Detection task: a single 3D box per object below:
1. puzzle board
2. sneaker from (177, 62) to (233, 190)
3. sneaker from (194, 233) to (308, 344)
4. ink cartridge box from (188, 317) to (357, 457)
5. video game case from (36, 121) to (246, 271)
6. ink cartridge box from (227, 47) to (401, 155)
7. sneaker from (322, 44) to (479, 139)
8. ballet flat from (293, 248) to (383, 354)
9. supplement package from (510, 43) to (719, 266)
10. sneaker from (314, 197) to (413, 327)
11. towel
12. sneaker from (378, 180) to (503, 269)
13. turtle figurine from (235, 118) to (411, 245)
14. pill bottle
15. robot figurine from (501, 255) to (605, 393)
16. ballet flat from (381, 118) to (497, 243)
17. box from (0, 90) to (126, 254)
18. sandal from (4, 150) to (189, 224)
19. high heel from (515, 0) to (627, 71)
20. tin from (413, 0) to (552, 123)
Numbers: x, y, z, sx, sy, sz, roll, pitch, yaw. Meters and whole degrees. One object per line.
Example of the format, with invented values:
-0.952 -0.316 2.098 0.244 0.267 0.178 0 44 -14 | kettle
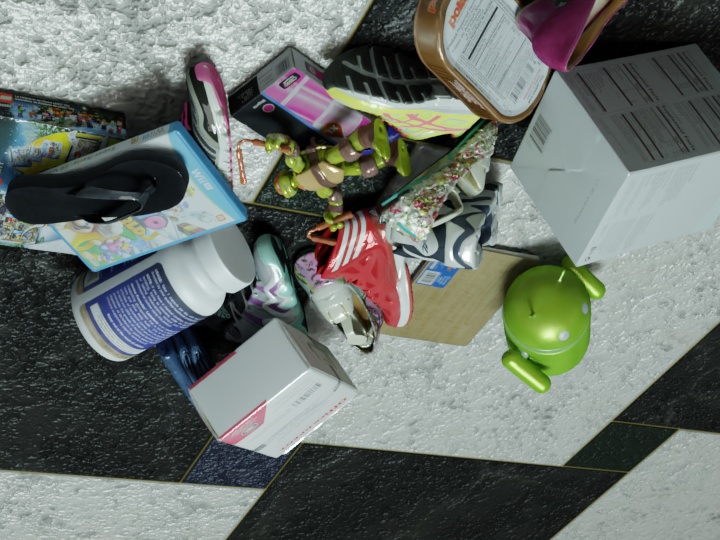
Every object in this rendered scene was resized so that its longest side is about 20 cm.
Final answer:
0.125 0.031 1.713 0.149 0.018 0.201 10 138 -26 | puzzle board
-0.179 -0.132 1.352 0.086 0.074 0.201 -4 142 -7 | sneaker
-0.146 0.037 1.586 0.138 0.078 0.201 -13 144 0 | sneaker
-0.105 0.152 1.613 0.146 0.083 0.200 -39 159 5 | ink cartridge box
-0.239 -0.073 1.354 0.198 0.018 0.144 -17 135 19 | video game case
-0.042 -0.159 1.392 0.094 0.037 0.199 -33 141 26 | ink cartridge box
0.046 -0.174 1.360 0.198 0.079 0.091 6 143 -25 | sneaker
-0.021 0.047 1.642 0.068 0.072 0.200 -19 144 16 | ballet flat
0.299 -0.128 1.396 0.198 0.152 0.153 -14 148 -27 | supplement package
0.000 0.000 1.578 0.114 0.079 0.202 -13 132 -7 | sneaker
-0.215 0.117 1.644 0.048 0.112 0.201 -27 145 -4 | towel
0.091 -0.061 1.489 0.128 0.199 0.080 10 118 13 | sneaker
-0.029 -0.105 1.380 0.159 0.065 0.200 -16 139 24 | turtle figurine
-0.228 0.015 1.498 0.198 0.117 0.116 -27 142 20 | pill bottle
0.246 0.067 1.696 0.176 0.115 0.200 -54 160 -14 | robot figurine
0.097 -0.095 1.404 0.200 0.064 0.076 -42 -176 -33 | ballet flat
-0.343 -0.099 1.375 0.135 0.038 0.201 8 139 -26 | box
-0.266 -0.071 1.310 0.197 0.043 0.076 -10 138 12 | sandal
0.252 -0.268 1.254 0.198 0.096 0.068 -29 136 -4 | high heel
0.128 -0.227 1.297 0.199 0.042 0.113 34 80 -46 | tin
